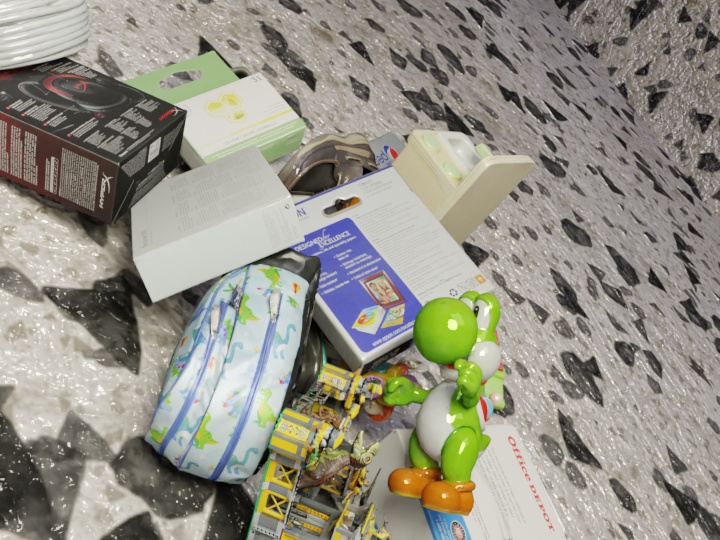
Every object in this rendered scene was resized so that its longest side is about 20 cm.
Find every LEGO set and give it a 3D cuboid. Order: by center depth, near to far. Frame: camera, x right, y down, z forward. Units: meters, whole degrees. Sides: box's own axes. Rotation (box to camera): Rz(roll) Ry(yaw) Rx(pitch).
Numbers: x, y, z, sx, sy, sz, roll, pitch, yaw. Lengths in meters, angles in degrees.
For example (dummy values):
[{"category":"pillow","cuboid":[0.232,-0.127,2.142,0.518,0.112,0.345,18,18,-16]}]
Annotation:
[{"category":"LEGO set","cuboid":[-0.013,0.178,0.657,0.114,0.157,0.200,18,5,8]}]

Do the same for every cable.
[{"category":"cable","cuboid":[-0.383,-0.257,0.762,0.196,0.070,0.201,-2,31,0]}]

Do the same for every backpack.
[{"category":"backpack","cuboid":[-0.115,0.094,0.681,0.151,0.163,0.203,14,54,-26]}]

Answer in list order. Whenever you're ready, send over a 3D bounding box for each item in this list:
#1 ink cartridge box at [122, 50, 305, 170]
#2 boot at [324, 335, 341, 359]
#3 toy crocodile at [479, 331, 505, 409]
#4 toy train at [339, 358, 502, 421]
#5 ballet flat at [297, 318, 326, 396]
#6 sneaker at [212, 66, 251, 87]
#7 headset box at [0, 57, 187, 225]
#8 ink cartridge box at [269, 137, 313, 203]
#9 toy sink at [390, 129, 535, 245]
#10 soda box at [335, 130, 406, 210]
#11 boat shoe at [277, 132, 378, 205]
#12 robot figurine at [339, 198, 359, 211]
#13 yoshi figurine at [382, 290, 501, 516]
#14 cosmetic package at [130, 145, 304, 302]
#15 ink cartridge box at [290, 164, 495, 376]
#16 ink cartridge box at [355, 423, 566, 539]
[{"category":"ink cartridge box","cuboid":[-0.182,-0.205,0.908,0.144,0.048,0.201,-29,69,-31]},{"category":"boot","cuboid":[0.000,0.000,0.898,0.072,0.144,0.202,30,37,-21]},{"category":"toy crocodile","cuboid":[0.169,0.104,1.039,0.067,0.062,0.202,25,39,-25]},{"category":"toy train","cuboid":[0.055,0.139,0.808,0.148,0.057,0.200,9,2,-20]},{"category":"ballet flat","cuboid":[-0.069,0.041,0.829,0.067,0.068,0.203,3,58,-6]},{"category":"sneaker","cuboid":[-0.202,-0.219,0.979,0.074,0.079,0.201,38,35,-10]},{"category":"headset box","cuboid":[-0.303,-0.148,0.762,0.197,0.076,0.149,23,35,1]},{"category":"ink cartridge box","cuboid":[-0.107,-0.103,0.963,0.115,0.067,0.201,34,35,-14]},{"category":"toy sink","cuboid":[0.108,-0.113,0.977,0.129,0.200,0.113,-12,60,-49]},{"category":"soda box","cuboid":[0.016,-0.154,1.151,0.068,0.064,0.200,44,33,3]},{"category":"boat shoe","cuboid":[-0.030,-0.128,0.945,0.074,0.075,0.199,50,35,8]},{"category":"robot figurine","cuboid":[0.051,-0.013,1.042,0.144,0.058,0.201,-11,61,-50]},{"category":"yoshi figurine","cuboid":[0.073,0.110,0.676,0.110,0.204,0.112,12,-10,11]},{"category":"cosmetic package","cuboid":[-0.150,-0.055,0.737,0.200,0.148,0.052,-127,-161,-62]},{"category":"ink cartridge box","cuboid":[0.017,-0.008,0.817,0.196,0.047,0.201,-25,62,-30]},{"category":"ink cartridge box","cuboid":[0.110,0.252,0.796,0.198,0.084,0.148,9,47,-41]}]
